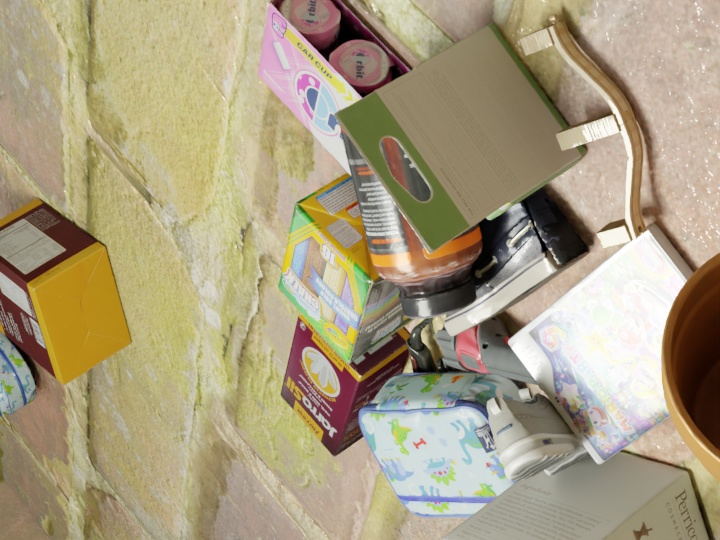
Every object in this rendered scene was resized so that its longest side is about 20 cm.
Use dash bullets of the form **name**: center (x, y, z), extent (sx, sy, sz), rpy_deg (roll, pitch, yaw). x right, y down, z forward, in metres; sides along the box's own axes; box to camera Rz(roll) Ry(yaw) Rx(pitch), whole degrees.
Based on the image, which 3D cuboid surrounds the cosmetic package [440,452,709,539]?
- **cosmetic package**: center (0.218, 0.296, 1.551), extent (0.166, 0.200, 0.168), rpy_deg (11, 127, 55)

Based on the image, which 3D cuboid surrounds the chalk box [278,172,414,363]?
- **chalk box**: center (0.000, 0.000, 1.684), extent (0.124, 0.124, 0.200), rpy_deg (46, 149, 19)

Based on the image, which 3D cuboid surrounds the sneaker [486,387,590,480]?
- **sneaker**: center (0.181, 0.146, 1.516), extent (0.075, 0.200, 0.082), rpy_deg (-31, 74, 20)

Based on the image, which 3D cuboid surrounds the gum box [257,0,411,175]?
- **gum box**: center (-0.012, -0.178, 1.581), extent (0.200, 0.066, 0.114), rpy_deg (48, 152, 18)

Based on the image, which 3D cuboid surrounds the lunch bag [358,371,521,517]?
- **lunch bag**: center (0.105, 0.192, 1.716), extent (0.199, 0.082, 0.161), rpy_deg (-5, 119, 44)

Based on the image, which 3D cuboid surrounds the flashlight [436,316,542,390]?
- **flashlight**: center (0.163, 0.080, 1.574), extent (0.199, 0.068, 0.068), rpy_deg (9, 93, 50)

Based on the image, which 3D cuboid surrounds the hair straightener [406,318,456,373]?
- **hair straightener**: center (0.096, 0.135, 1.773), extent (0.077, 0.041, 0.201), rpy_deg (15, 127, 33)

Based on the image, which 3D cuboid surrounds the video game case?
- **video game case**: center (0.236, 0.069, 1.416), extent (0.143, 0.018, 0.200), rpy_deg (53, 132, 8)

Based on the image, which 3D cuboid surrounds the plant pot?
- **plant pot**: center (0.323, 0.093, 1.206), extent (0.200, 0.200, 0.140), rpy_deg (45, 166, 23)

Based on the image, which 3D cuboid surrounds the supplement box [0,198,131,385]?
- **supplement box**: center (-0.485, 0.031, 2.488), extent (0.200, 0.132, 0.198), rpy_deg (32, 143, 39)

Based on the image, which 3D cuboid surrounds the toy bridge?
- **toy bridge**: center (0.197, -0.120, 1.333), extent (0.067, 0.027, 0.201), rpy_deg (-15, 100, 44)

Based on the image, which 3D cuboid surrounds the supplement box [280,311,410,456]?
- **supplement box**: center (-0.020, 0.115, 1.873), extent (0.110, 0.085, 0.200), rpy_deg (46, 150, 20)

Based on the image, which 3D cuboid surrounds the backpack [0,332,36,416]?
- **backpack**: center (-0.691, 0.185, 2.993), extent (0.199, 0.154, 0.164), rpy_deg (31, 138, 19)

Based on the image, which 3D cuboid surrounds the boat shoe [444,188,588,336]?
- **boat shoe**: center (0.130, -0.014, 1.516), extent (0.200, 0.074, 0.093), rpy_deg (-38, 80, 48)

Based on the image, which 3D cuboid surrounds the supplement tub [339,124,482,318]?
- **supplement tub**: center (0.051, -0.061, 1.454), extent (0.107, 0.107, 0.201), rpy_deg (3, 109, 57)

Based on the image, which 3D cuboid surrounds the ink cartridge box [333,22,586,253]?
- **ink cartridge box**: center (0.080, -0.109, 1.361), extent (0.146, 0.200, 0.048), rpy_deg (55, 150, 4)
